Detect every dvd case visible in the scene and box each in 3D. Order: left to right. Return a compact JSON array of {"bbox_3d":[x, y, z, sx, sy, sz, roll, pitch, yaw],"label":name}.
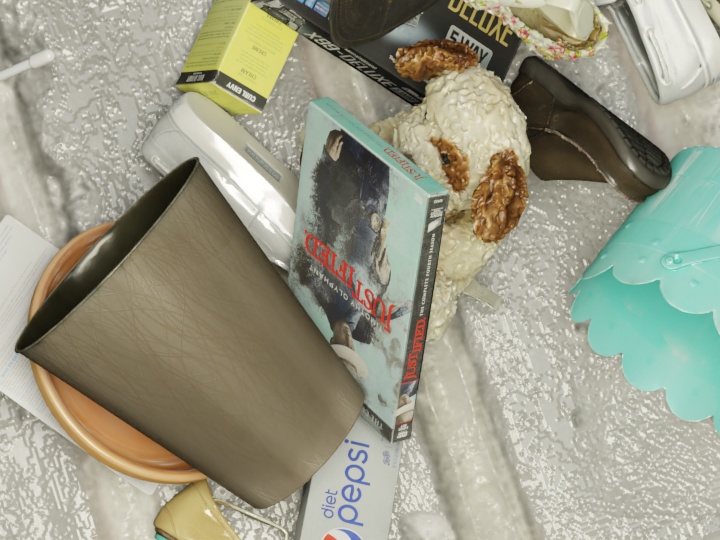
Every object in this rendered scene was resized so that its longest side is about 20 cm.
[{"bbox_3d":[0.000,0.000,1.566,0.022,0.201,0.146,-16,39,-32],"label":"dvd case"}]

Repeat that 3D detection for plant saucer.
[{"bbox_3d":[-0.151,0.061,1.620,0.199,0.037,0.202,14,60,-26],"label":"plant saucer"}]

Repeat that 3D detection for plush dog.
[{"bbox_3d":[0.067,-0.068,1.611,0.159,0.172,0.201,-11,61,-29],"label":"plush dog"}]

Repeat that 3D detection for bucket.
[{"bbox_3d":[0.265,0.018,1.625,0.207,0.207,0.135,36,74,1],"label":"bucket"}]

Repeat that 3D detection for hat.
[{"bbox_3d":[0.015,-0.252,1.575,0.081,0.201,0.201,34,79,20],"label":"hat"}]

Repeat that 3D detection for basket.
[{"bbox_3d":[-0.103,0.055,1.542,0.200,0.136,0.180,44,89,-14],"label":"basket"}]

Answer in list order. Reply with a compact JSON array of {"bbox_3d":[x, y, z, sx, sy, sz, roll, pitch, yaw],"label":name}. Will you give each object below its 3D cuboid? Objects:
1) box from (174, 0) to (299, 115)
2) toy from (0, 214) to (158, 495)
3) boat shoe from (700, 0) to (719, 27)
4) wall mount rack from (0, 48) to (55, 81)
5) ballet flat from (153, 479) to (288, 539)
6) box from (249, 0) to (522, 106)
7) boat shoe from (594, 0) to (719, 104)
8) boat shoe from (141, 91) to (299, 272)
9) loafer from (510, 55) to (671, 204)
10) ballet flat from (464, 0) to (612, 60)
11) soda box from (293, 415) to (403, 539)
[{"bbox_3d":[-0.066,-0.216,1.683,0.050,0.075,0.201,28,78,-25],"label":"box"},{"bbox_3d":[-0.210,0.066,1.640,0.199,0.047,0.116,35,60,-8],"label":"toy"},{"bbox_3d":[0.317,-0.173,1.725,0.062,0.071,0.201,-36,89,33],"label":"boat shoe"},{"bbox_3d":[-0.322,-0.186,1.656,0.172,0.075,0.202,-15,84,-8],"label":"wall mount rack"},{"bbox_3d":[-0.058,0.224,1.625,0.199,0.069,0.063,38,80,0],"label":"ballet flat"},{"bbox_3d":[0.036,-0.219,1.670,0.199,0.050,0.159,31,79,-27],"label":"box"},{"bbox_3d":[0.202,-0.220,1.713,0.068,0.072,0.201,-30,95,-9],"label":"boat shoe"},{"bbox_3d":[-0.080,-0.041,1.665,0.200,0.072,0.068,43,111,-13],"label":"boat shoe"},{"bbox_3d":[0.161,-0.089,1.649,0.073,0.200,0.072,32,99,-29],"label":"loafer"},{"bbox_3d":[0.125,-0.206,1.626,0.064,0.200,0.076,21,88,34],"label":"ballet flat"},{"bbox_3d":[-0.013,0.183,1.596,0.063,0.068,0.201,13,55,-4],"label":"soda box"}]
